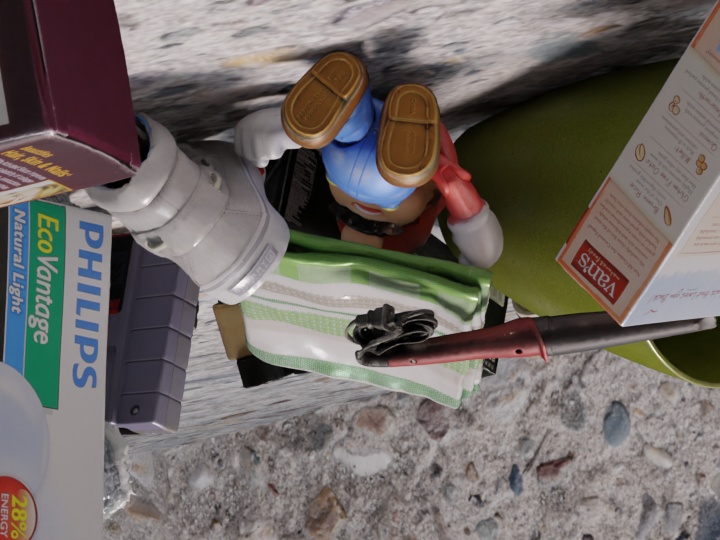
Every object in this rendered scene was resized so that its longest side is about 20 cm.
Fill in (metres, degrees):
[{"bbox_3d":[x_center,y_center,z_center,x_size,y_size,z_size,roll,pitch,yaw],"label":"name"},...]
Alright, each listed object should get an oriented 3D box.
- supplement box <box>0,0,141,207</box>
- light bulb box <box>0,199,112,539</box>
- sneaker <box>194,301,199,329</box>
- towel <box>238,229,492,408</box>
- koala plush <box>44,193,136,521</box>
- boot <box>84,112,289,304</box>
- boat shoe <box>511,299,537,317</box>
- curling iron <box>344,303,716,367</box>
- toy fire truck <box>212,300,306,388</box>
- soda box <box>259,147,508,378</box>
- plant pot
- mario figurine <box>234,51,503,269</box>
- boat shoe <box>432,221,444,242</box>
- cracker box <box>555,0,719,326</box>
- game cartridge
[{"bbox_3d":[-0.193,-0.061,0.821,0.198,0.087,0.110,-13,173,9],"label":"supplement box"},{"bbox_3d":[-0.237,0.060,1.116,0.199,0.200,0.124,12,161,-39],"label":"light bulb box"},{"bbox_3d":[-0.180,0.041,1.535,0.090,0.079,0.200,3,-142,28],"label":"sneaker"},{"bbox_3d":[-0.001,0.029,1.283,0.148,0.031,0.200,10,162,4],"label":"towel"},{"bbox_3d":[-0.220,0.064,1.317,0.176,0.202,0.183,-5,170,-44],"label":"koala plush"},{"bbox_3d":[-0.103,-0.052,1.174,0.074,0.095,0.200,-50,-158,-1],"label":"boot"},{"bbox_3d":[0.153,-0.013,1.509,0.066,0.057,0.201,-15,-151,29],"label":"boat shoe"},{"bbox_3d":[0.089,0.034,1.192,0.198,0.026,0.050,-2,161,5],"label":"curling iron"},{"bbox_3d":[0.000,0.031,1.850,0.175,0.130,0.200,-16,-176,29],"label":"toy fire truck"},{"bbox_3d":[0.000,0.000,1.366,0.070,0.064,0.200,-17,139,42],"label":"soda box"},{"bbox_3d":[0.145,-0.038,1.321,0.186,0.189,0.199,-6,-171,-40],"label":"plant pot"},{"bbox_3d":[0.007,-0.043,1.190,0.105,0.124,0.200,-31,168,1],"label":"mario figurine"},{"bbox_3d":[0.064,-0.014,1.610,0.086,0.074,0.202,-56,163,17],"label":"boat shoe"},{"bbox_3d":[0.199,-0.068,1.119,0.133,0.058,0.201,-4,131,-49],"label":"cracker box"},{"bbox_3d":[-0.190,0.044,1.447,0.199,0.131,0.038,-6,162,36],"label":"game cartridge"}]
